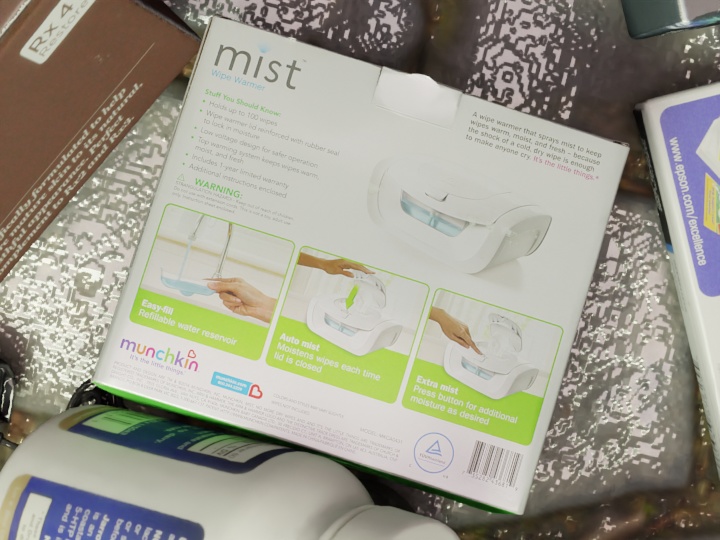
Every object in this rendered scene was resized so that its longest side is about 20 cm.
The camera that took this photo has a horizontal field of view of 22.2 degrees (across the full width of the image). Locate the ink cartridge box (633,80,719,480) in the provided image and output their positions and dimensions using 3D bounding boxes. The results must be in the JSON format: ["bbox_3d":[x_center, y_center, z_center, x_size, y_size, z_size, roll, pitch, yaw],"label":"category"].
[{"bbox_3d":[0.251,-0.010,0.886,0.199,0.047,0.198,-14,94,0],"label":"ink cartridge box"}]

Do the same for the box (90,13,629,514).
[{"bbox_3d":[0.000,0.000,0.844,0.199,0.097,0.177,16,82,-1],"label":"box"}]

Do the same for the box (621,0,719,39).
[{"bbox_3d":[0.217,-0.176,0.817,0.199,0.148,0.107,-11,95,1],"label":"box"}]

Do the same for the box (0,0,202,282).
[{"bbox_3d":[-0.211,-0.115,0.791,0.200,0.164,0.166,43,96,13],"label":"box"}]

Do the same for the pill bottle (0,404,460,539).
[{"bbox_3d":[-0.058,0.132,0.798,0.200,0.120,0.120,9,97,37],"label":"pill bottle"}]

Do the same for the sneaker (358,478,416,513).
[{"bbox_3d":[-0.022,0.203,0.862,0.075,0.115,0.201,13,96,16],"label":"sneaker"}]

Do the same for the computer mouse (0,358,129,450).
[{"bbox_3d":[-0.223,0.085,0.898,0.200,0.046,0.141,21,99,-7],"label":"computer mouse"}]
